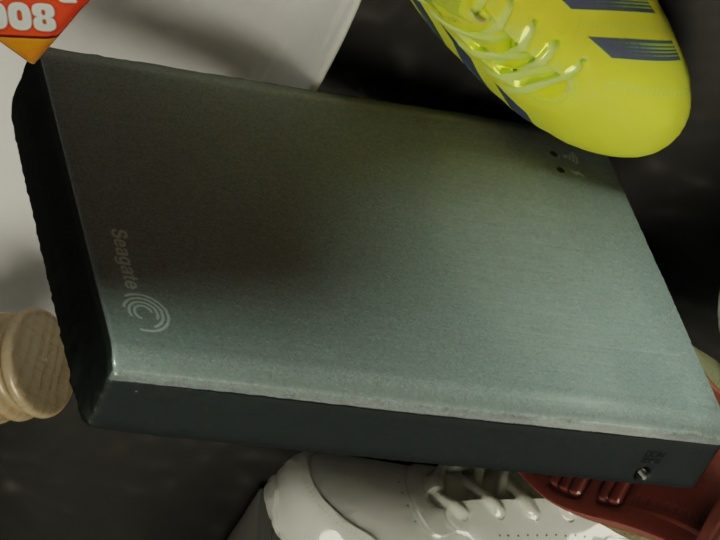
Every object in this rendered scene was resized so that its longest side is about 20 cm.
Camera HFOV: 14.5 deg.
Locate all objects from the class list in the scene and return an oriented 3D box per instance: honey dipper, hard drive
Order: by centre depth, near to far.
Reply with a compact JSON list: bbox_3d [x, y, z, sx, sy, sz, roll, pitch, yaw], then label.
[{"bbox_3d":[0.000,0.000,0.861,0.199,0.140,0.033,7,131,-25],"label":"hard drive"},{"bbox_3d":[-0.189,0.042,0.986,0.199,0.038,0.038,-8,129,30],"label":"honey dipper"}]

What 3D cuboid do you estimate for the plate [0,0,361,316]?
[{"bbox_3d":[-0.121,-0.062,0.922,0.199,0.032,0.200,18,128,-11],"label":"plate"}]

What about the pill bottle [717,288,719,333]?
[{"bbox_3d":[0.222,0.031,0.922,0.200,0.115,0.114,27,125,-17],"label":"pill bottle"}]

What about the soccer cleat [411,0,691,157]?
[{"bbox_3d":[0.031,-0.094,0.855,0.065,0.084,0.200,-30,121,24],"label":"soccer cleat"}]

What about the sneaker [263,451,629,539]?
[{"bbox_3d":[0.065,0.088,1.012,0.199,0.078,0.100,16,121,-20],"label":"sneaker"}]

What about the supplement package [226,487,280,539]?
[{"bbox_3d":[-0.018,0.197,1.013,0.109,0.200,0.114,23,125,-15],"label":"supplement package"}]

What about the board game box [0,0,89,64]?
[{"bbox_3d":[-0.085,-0.220,0.687,0.200,0.200,0.200,36,122,-21],"label":"board game box"}]

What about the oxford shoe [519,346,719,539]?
[{"bbox_3d":[0.112,0.067,0.928,0.075,0.200,0.071,32,93,-41],"label":"oxford shoe"}]
